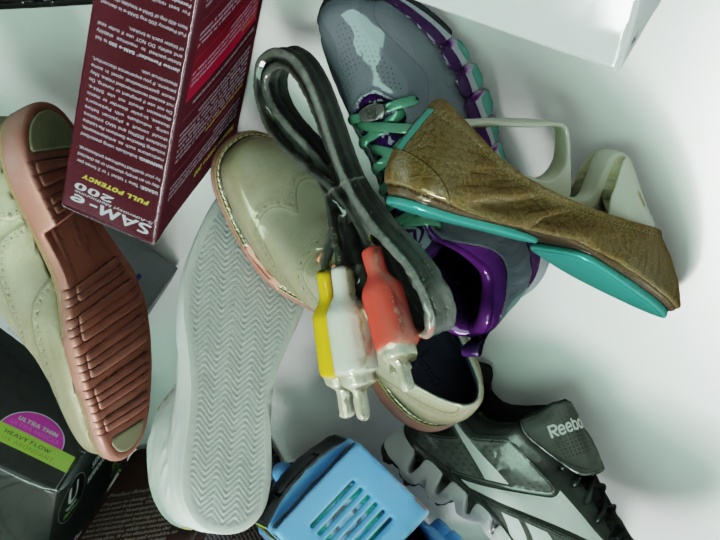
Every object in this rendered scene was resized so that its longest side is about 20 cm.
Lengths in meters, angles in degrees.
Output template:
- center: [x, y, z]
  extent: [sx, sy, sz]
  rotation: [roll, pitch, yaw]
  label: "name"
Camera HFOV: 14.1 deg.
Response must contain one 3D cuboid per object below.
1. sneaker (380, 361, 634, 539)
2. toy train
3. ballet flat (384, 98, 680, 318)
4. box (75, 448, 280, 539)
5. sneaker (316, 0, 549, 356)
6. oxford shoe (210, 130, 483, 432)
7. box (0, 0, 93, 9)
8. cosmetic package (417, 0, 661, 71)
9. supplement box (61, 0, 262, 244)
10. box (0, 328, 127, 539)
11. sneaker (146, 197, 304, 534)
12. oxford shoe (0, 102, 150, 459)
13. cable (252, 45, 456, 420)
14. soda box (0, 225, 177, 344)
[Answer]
- center: [0.107, 0.121, 1.609]
  extent: [0.200, 0.066, 0.091]
  rotation: [37, 112, 20]
  label: "sneaker"
- center: [-0.005, 0.149, 1.632]
  extent: [0.114, 0.087, 0.200]
  rotation: [47, 173, -7]
  label: "toy train"
- center: [0.100, -0.038, 1.501]
  extent: [0.199, 0.073, 0.068]
  rotation: [22, 176, -31]
  label: "ballet flat"
- center: [-0.119, 0.184, 1.692]
  extent: [0.100, 0.200, 0.075]
  rotation: [-12, 121, 32]
  label: "box"
- center: [0.034, -0.054, 1.519]
  extent: [0.074, 0.088, 0.200]
  rotation: [-19, 114, 34]
  label: "sneaker"
- center: [0.000, 0.000, 1.566]
  extent: [0.200, 0.071, 0.074]
  rotation: [46, 165, -5]
  label: "oxford shoe"
- center: [-0.223, -0.234, 1.536]
  extent: [0.159, 0.049, 0.201]
  rotation: [-1, 123, 24]
  label: "box"
- center: [0.057, -0.189, 1.416]
  extent: [0.199, 0.081, 0.113]
  rotation: [21, 130, 9]
  label: "cosmetic package"
- center: [-0.097, -0.126, 1.515]
  extent: [0.061, 0.109, 0.201]
  rotation: [22, 129, 11]
  label: "supplement box"
- center: [-0.233, 0.138, 1.762]
  extent: [0.148, 0.124, 0.201]
  rotation: [23, 130, 9]
  label: "box"
- center: [-0.082, 0.048, 1.632]
  extent: [0.073, 0.201, 0.116]
  rotation: [12, 171, -15]
  label: "sneaker"
- center: [-0.171, 0.009, 1.598]
  extent: [0.074, 0.071, 0.201]
  rotation: [-10, 99, 30]
  label: "oxford shoe"
- center: [-0.010, -0.025, 1.497]
  extent: [0.097, 0.050, 0.201]
  rotation: [-25, 83, 54]
  label: "cable"
- center: [-0.209, -0.023, 1.669]
  extent: [0.200, 0.068, 0.063]
  rotation: [36, 131, -2]
  label: "soda box"
